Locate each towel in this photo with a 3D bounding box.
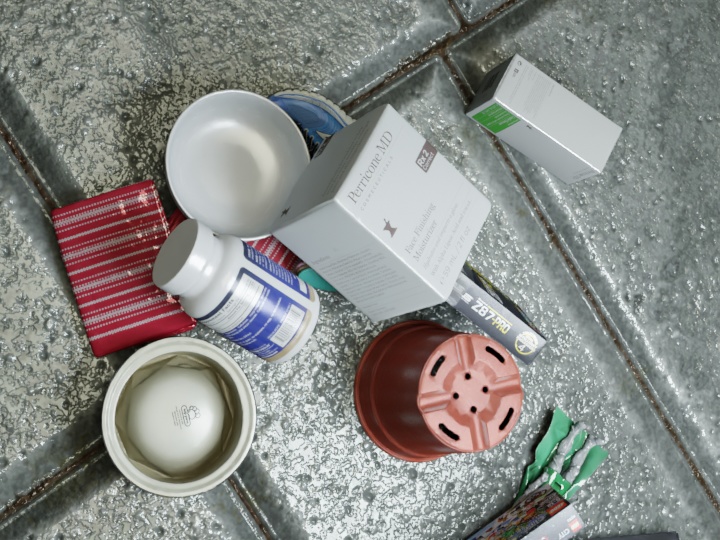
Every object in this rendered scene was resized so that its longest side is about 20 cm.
[{"bbox_3d":[-0.155,-0.049,1.409,0.199,0.022,0.146,36,73,-14],"label":"towel"},{"bbox_3d":[-0.305,-0.002,1.335,0.143,0.022,0.203,-18,89,-5],"label":"towel"}]

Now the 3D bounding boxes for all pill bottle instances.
[{"bbox_3d":[-0.157,0.025,1.303,0.199,0.115,0.117,35,74,-31],"label":"pill bottle"}]

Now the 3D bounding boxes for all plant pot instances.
[{"bbox_3d":[0.112,0.164,1.383,0.198,0.195,0.204,2,85,-17],"label":"plant pot"}]

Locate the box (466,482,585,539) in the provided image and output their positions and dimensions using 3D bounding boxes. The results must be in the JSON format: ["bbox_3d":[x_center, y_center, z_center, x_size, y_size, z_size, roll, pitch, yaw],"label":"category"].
[{"bbox_3d":[0.199,0.373,1.396,0.199,0.137,0.038,-34,91,-3],"label":"box"}]

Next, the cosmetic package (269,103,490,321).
[{"bbox_3d":[0.026,-0.069,1.323,0.200,0.164,0.166,40,59,-21],"label":"cosmetic package"}]

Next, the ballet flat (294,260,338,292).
[{"bbox_3d":[0.000,0.000,1.437,0.197,0.069,0.072,14,60,-21],"label":"ballet flat"}]

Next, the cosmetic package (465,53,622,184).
[{"bbox_3d":[0.270,-0.221,1.520,0.199,0.107,0.086,33,76,-11],"label":"cosmetic package"}]

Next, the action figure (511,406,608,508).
[{"bbox_3d":[0.278,0.316,1.500,0.118,0.055,0.201,38,79,-14],"label":"action figure"}]

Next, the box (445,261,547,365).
[{"bbox_3d":[0.163,0.039,1.411,0.160,0.200,0.049,37,99,-10],"label":"box"}]

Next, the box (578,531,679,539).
[{"bbox_3d":[0.385,0.491,1.500,0.197,0.050,0.202,1,72,-18],"label":"box"}]

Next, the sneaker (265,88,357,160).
[{"bbox_3d":[-0.051,-0.181,1.426,0.198,0.078,0.090,26,75,-14],"label":"sneaker"}]

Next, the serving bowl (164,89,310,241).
[{"bbox_3d":[-0.168,-0.133,1.366,0.197,0.066,0.203,4,80,-22],"label":"serving bowl"}]

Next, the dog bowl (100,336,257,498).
[{"bbox_3d":[-0.238,0.188,1.331,0.197,0.074,0.204,2,83,-18],"label":"dog bowl"}]
